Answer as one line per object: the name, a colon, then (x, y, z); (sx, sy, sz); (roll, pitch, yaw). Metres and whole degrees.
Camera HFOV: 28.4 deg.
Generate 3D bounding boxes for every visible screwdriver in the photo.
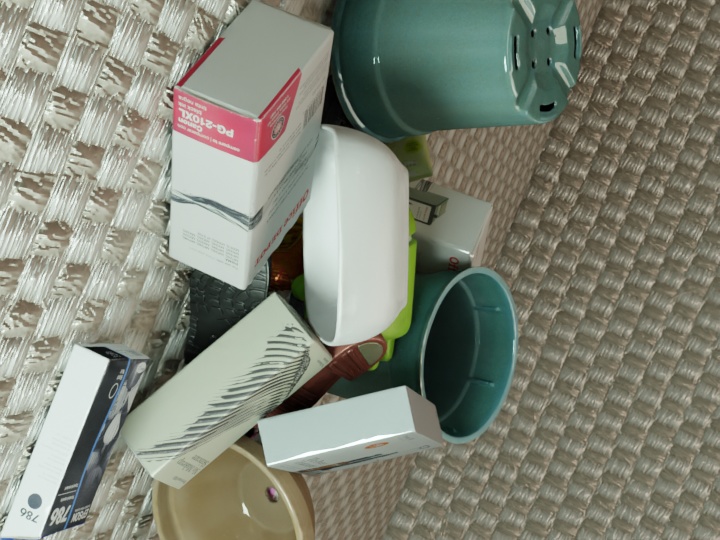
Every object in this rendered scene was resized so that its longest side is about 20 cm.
screwdriver: (-0.070, 0.077, 1.824); (0.028, 0.029, 0.200); (-61, 162, -24)

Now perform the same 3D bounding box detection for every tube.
tube: (0.047, -0.170, 1.653); (0.058, 0.052, 0.201); (-52, -153, 43)

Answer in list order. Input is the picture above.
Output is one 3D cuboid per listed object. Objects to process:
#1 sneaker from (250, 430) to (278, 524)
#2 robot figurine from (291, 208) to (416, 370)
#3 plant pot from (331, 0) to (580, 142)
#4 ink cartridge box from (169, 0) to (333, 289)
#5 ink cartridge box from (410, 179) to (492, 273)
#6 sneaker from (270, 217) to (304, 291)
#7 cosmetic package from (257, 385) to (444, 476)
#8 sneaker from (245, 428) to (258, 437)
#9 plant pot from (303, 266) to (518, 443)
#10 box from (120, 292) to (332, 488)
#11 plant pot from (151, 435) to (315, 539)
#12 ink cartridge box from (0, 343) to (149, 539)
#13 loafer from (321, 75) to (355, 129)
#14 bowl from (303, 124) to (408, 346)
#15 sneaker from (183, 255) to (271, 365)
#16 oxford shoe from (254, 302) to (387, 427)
sneaker: (-0.093, 0.234, 1.600); (0.081, 0.088, 0.200); (-32, 154, -60)
robot figurine: (0.000, 0.000, 1.504); (0.175, 0.115, 0.201); (-24, 120, -64)
plant pot: (0.105, -0.226, 1.446); (0.200, 0.195, 0.201); (-12, 106, -51)
ink cartridge box: (-0.098, -0.107, 1.240); (0.201, 0.084, 0.145); (100, 17, -46)
ink cartridge box: (0.049, -0.042, 1.716); (0.146, 0.199, 0.084); (95, 18, -57)
sneaker: (-0.082, -0.017, 1.568); (0.200, 0.073, 0.078); (-27, 112, -72)
cosmetic package: (-0.004, 0.165, 1.440); (0.200, 0.150, 0.052); (42, 32, -74)
sneaker: (-0.135, 0.180, 1.686); (0.201, 0.076, 0.116); (-49, 168, -35)
plant pot: (0.049, 0.084, 1.652); (0.200, 0.195, 0.201); (-14, 108, -52)
box: (-0.128, 0.115, 1.356); (0.200, 0.068, 0.082); (-41, 159, 0)
plant pot: (-0.118, 0.255, 1.513); (0.093, 0.200, 0.202); (-27, 140, -54)
ink cartridge box: (-0.245, 0.159, 1.202); (0.099, 0.039, 0.201); (8, 105, -78)
loafer: (-0.028, -0.144, 1.512); (0.068, 0.070, 0.201); (95, 21, -56)
bowl: (-0.004, -0.034, 1.316); (0.200, 0.074, 0.201); (-152, -117, -78)
sneaker: (-0.125, 0.020, 1.415); (0.088, 0.075, 0.200); (-61, 177, -44)
oxford shoe: (-0.067, 0.095, 1.440); (0.199, 0.075, 0.070); (-29, 146, 12)
